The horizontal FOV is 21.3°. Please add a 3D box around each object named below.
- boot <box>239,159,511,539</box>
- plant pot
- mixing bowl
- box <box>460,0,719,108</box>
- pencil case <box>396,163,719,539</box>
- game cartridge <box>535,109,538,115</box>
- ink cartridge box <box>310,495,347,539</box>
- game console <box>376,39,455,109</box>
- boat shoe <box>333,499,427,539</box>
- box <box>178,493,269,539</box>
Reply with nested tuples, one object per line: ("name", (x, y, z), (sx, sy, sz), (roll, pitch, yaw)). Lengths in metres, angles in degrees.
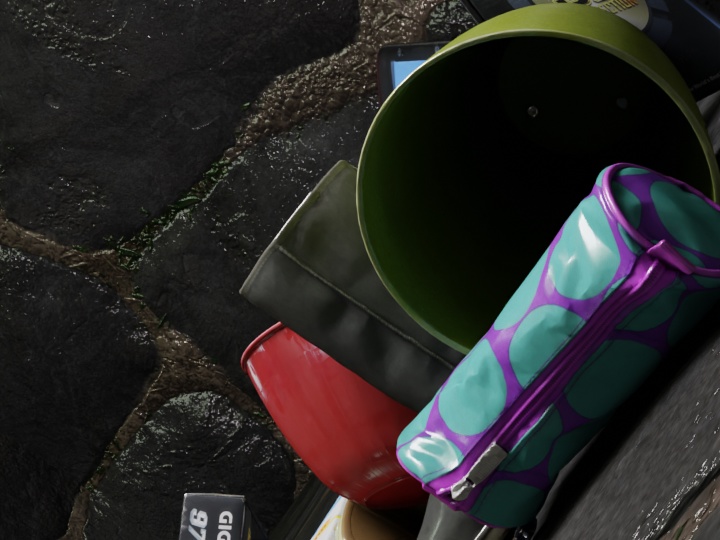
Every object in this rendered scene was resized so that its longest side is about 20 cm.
("boot", (0.017, 0.063, 1.080), (0.182, 0.200, 0.073), (-56, 3, -8))
("plant pot", (0.109, -0.071, 1.055), (0.187, 0.187, 0.200), (-56, 3, 26))
("mixing bowl", (0.033, 0.084, 1.197), (0.200, 0.108, 0.200), (-13, -18, -4))
("box", (0.173, -0.186, 1.141), (0.200, 0.164, 0.086), (-26, 19, 39))
("pencil case", (0.102, 0.041, 0.940), (0.200, 0.085, 0.092), (-55, 0, 30))
("game cartridge", (0.171, -0.090, 1.432), (0.200, 0.038, 0.130), (80, -148, -50))
("ink cartridge box", (-0.021, 0.236, 1.352), (0.115, 0.068, 0.200), (-58, 0, 10))
("game console", (0.030, -0.071, 1.398), (0.172, 0.119, 0.200), (-42, 21, -18))
("boat shoe", (0.023, 0.178, 1.273), (0.063, 0.073, 0.200), (-63, -10, 15))
("box", (-0.102, 0.271, 1.347), (0.159, 0.046, 0.200), (78, -164, -69))
